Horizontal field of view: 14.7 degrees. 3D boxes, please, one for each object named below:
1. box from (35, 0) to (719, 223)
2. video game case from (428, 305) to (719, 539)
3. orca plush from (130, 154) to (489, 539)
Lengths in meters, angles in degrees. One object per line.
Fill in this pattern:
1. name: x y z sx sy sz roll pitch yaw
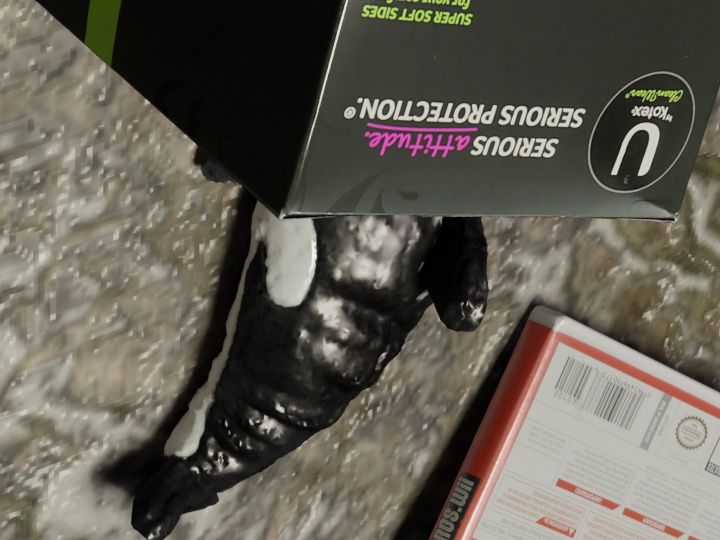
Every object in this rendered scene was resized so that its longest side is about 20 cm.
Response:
1. box: 0.019 -0.130 0.675 0.124 0.149 0.200 1 115 -35
2. video game case: 0.070 0.127 0.975 0.143 0.017 0.200 26 88 -39
3. orca plush: 0.000 0.000 0.817 0.200 0.071 0.105 -54 141 -1
